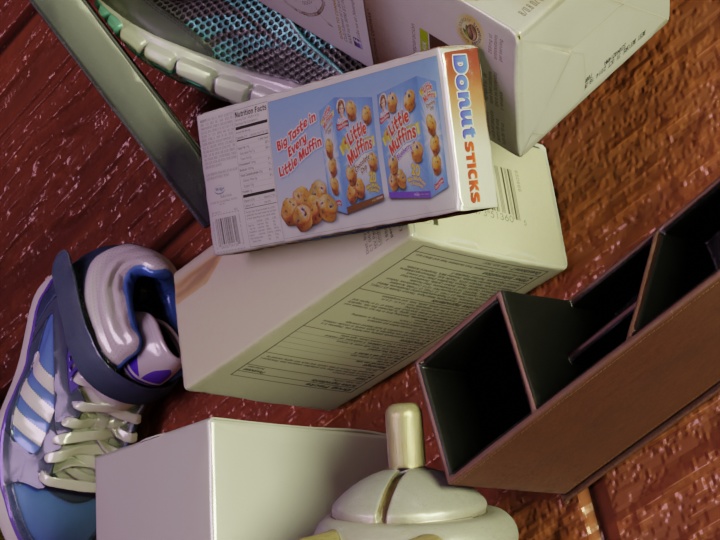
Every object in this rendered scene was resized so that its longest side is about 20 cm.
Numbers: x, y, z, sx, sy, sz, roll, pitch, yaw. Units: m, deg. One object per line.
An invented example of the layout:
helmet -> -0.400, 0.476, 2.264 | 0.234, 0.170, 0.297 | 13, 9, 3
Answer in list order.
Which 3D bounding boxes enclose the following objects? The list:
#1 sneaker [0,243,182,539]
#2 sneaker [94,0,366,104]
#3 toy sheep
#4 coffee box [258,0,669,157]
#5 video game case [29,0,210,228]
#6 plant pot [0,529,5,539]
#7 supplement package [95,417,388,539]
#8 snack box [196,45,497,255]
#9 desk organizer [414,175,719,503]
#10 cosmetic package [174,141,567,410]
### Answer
sneaker -> -0.157, 0.082, 1.279 | 0.146, 0.080, 0.201 | -12, 68, 56
sneaker -> -0.047, -0.129, 1.138 | 0.199, 0.078, 0.092 | 24, 91, 10
toy sheep -> 0.024, 0.163, 0.979 | 0.138, 0.137, 0.201 | 6, 94, 53
coffee box -> 0.033, -0.155, 0.983 | 0.200, 0.114, 0.080 | 33, 150, 29
video game case -> -0.146, -0.122, 1.184 | 0.025, 0.200, 0.181 | -37, 14, -1
plant pot -> -0.310, 0.172, 1.396 | 0.184, 0.200, 0.202 | 24, 102, 41
supplement package -> -0.058, 0.188, 1.094 | 0.121, 0.119, 0.201 | -21, 67, 51
snack box -> -0.012, -0.052, 0.978 | 0.200, 0.024, 0.072 | -8, 88, 54
desk organizer -> 0.116, 0.025, 0.930 | 0.200, 0.077, 0.072 | -43, 51, 40
cosmetic package -> 0.000, 0.000, 1.070 | 0.200, 0.105, 0.071 | -33, 56, 44
